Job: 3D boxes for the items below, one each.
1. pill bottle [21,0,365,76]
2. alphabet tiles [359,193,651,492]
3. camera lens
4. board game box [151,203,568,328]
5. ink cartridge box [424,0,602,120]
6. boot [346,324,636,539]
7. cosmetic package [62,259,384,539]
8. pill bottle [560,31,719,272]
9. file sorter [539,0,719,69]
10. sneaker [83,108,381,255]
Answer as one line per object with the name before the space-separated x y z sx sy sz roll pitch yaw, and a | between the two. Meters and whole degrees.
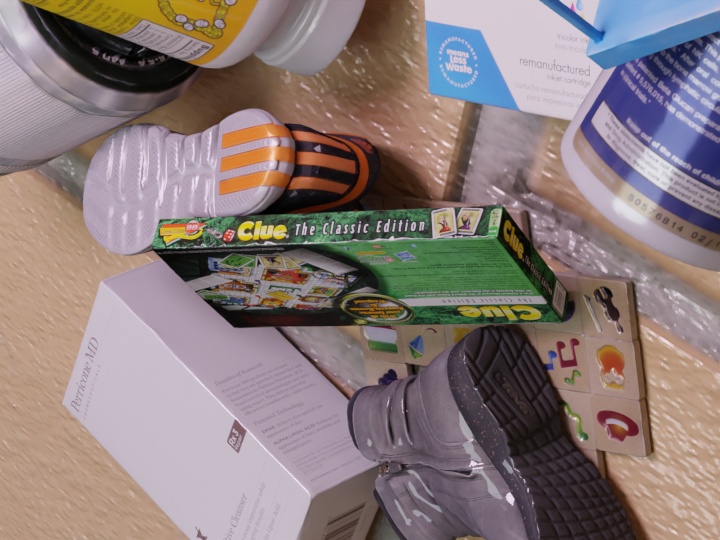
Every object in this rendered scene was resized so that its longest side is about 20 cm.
pill bottle | -0.100 -0.172 1.350 0.113 0.200 0.113 -39 41 45
alphabet tiles | 0.074 0.043 1.423 0.200 0.008 0.167 7 112 42
camera lens | -0.190 -0.147 1.483 0.200 0.160 0.160 -21 93 47
board game box | 0.000 0.000 1.366 0.200 0.023 0.105 -1 151 24
ink cartridge box | 0.091 -0.182 1.263 0.116 0.067 0.200 13 116 40
boot | 0.074 0.137 1.422 0.132 0.070 0.200 -36 71 49
cosmetic package | -0.080 0.094 1.538 0.200 0.081 0.113 41 132 26
pill bottle | 0.184 -0.107 1.163 0.111 0.111 0.200 42 118 23
file sorter | 0.132 -0.213 1.090 0.123 0.200 0.139 31 151 -30
sneaker | -0.066 -0.040 1.441 0.200 0.112 0.078 -2 80 50
